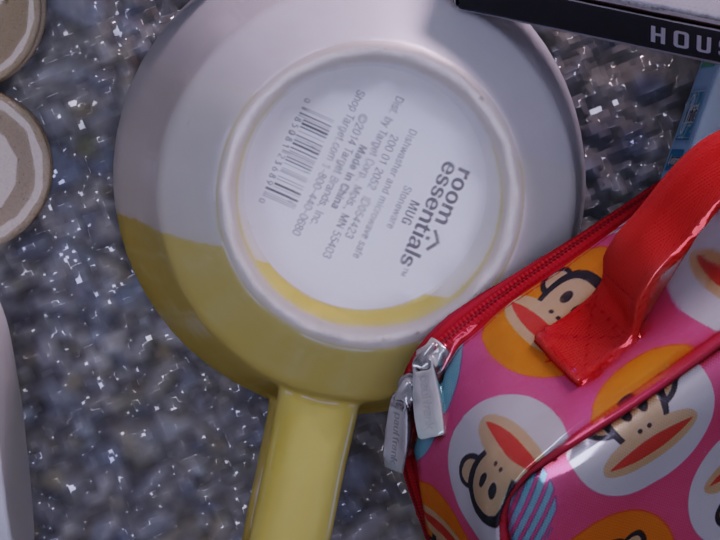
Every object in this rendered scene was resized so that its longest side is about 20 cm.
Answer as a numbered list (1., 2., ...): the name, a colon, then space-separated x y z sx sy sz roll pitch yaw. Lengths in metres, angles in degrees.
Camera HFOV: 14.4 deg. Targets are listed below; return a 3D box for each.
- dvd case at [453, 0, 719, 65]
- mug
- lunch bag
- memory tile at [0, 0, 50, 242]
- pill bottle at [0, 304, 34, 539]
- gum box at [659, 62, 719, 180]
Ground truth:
1. dvd case: 0.141 -0.113 0.773 0.200 0.025 0.150 13 60 13
2. mug: 0.006 -0.008 0.832 0.149 0.153 0.187 -20 94 -1
3. lunch bag: 0.109 0.034 0.780 0.200 0.082 0.176 -33 133 -12
4. memory tile: -0.177 -0.101 0.881 0.153 0.017 0.200 -6 93 -2
5. pill bottle: -0.201 0.063 0.847 0.200 0.116 0.116 -6 94 -1
6. gum box: 0.186 -0.033 0.890 0.170 0.045 0.200 20 91 -3
